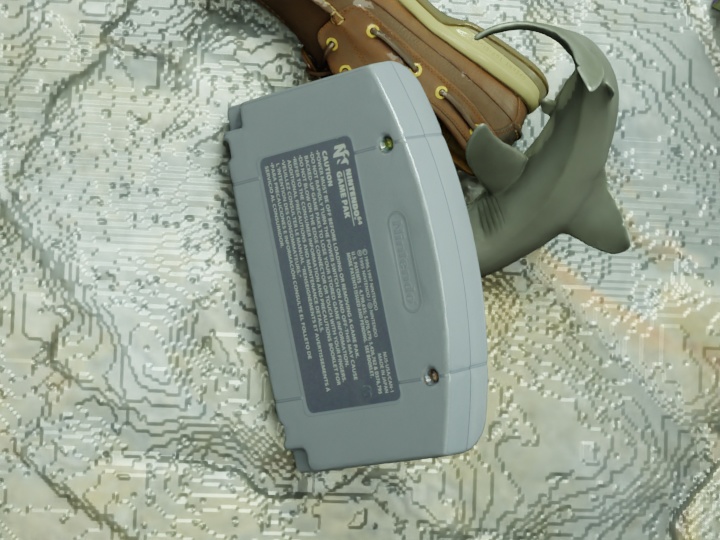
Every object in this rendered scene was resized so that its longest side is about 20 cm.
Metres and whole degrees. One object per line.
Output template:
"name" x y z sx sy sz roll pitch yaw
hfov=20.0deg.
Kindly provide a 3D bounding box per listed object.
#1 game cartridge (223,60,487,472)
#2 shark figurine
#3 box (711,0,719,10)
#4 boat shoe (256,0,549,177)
"game cartridge" 0.000 0.000 1.049 0.041 0.133 0.201 -11 90 -44
"shark figurine" 0.111 -0.053 1.046 0.128 0.215 0.090 -19 62 -27
"box" 0.330 -0.183 1.136 0.200 0.097 0.176 27 83 -9
"boat shoe" 0.003 -0.120 1.082 0.200 0.072 0.068 30 80 -10
